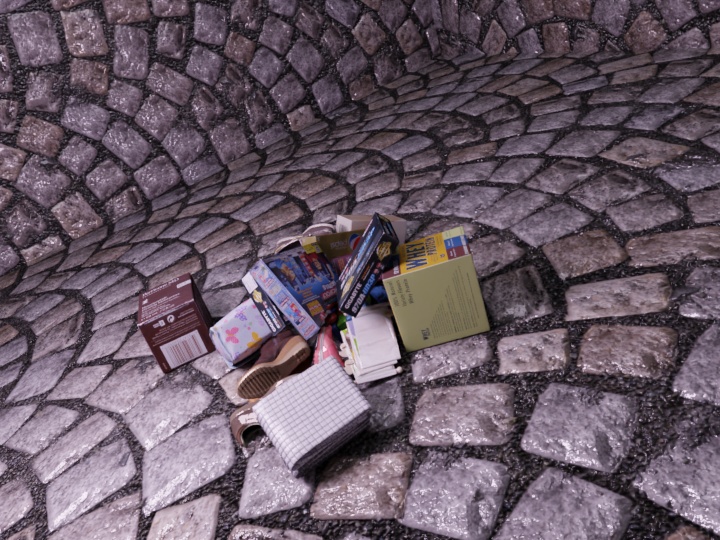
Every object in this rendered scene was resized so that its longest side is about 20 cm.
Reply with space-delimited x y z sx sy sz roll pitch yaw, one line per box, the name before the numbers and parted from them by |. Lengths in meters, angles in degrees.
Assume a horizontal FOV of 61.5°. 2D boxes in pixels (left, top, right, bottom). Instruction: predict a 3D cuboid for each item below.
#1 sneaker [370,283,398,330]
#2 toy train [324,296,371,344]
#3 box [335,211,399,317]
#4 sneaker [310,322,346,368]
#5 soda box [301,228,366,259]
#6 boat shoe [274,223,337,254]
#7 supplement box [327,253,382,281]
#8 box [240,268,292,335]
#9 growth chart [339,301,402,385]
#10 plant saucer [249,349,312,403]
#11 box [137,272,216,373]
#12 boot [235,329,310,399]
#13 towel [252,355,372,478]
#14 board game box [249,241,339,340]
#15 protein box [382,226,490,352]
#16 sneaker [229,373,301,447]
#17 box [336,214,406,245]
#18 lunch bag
sneaker | 0.072 0.082 1.502 0.076 0.068 0.201 -17 25 -8
toy train | -0.023 0.085 1.515 0.114 0.085 0.201 -32 25 14
box | 0.012 -0.015 1.367 0.203 0.045 0.160 -60 15 16
sneaker | -0.069 0.209 1.364 0.084 0.075 0.203 14 41 -10
soda box | -0.055 -0.068 1.598 0.196 0.066 0.067 -11 5 -40
boat shoe | -0.156 -0.073 1.701 0.195 0.073 0.060 -17 31 20
supplement box | 0.000 0.000 1.575 0.195 0.088 0.110 -14 -5 -14
box | -0.182 0.058 1.487 0.046 0.161 0.199 -38 -10 28
growth chart | 0.020 0.160 1.356 0.140 0.018 0.204 -7 54 0
plant saucer | -0.180 0.243 1.422 0.195 0.038 0.202 -17 27 9
box | -0.512 0.142 1.690 0.163 0.168 0.200 -24 27 -9
boot | -0.212 0.214 1.409 0.197 0.074 0.166 -32 17 -17
towel | -0.090 0.284 1.191 0.197 0.087 0.165 -32 50 -18
board game box | -0.130 0.049 1.425 0.061 0.203 0.198 -39 -12 38
protein box | 0.167 0.043 1.362 0.195 0.202 0.136 -16 28 9
sneaker | -0.184 0.301 1.291 0.197 0.071 0.076 -34 53 4
box | 0.032 -0.117 1.787 0.196 0.080 0.094 -4 17 -33
lunch bag | -0.289 0.158 1.549 0.168 0.129 0.200 -35 0 -21
